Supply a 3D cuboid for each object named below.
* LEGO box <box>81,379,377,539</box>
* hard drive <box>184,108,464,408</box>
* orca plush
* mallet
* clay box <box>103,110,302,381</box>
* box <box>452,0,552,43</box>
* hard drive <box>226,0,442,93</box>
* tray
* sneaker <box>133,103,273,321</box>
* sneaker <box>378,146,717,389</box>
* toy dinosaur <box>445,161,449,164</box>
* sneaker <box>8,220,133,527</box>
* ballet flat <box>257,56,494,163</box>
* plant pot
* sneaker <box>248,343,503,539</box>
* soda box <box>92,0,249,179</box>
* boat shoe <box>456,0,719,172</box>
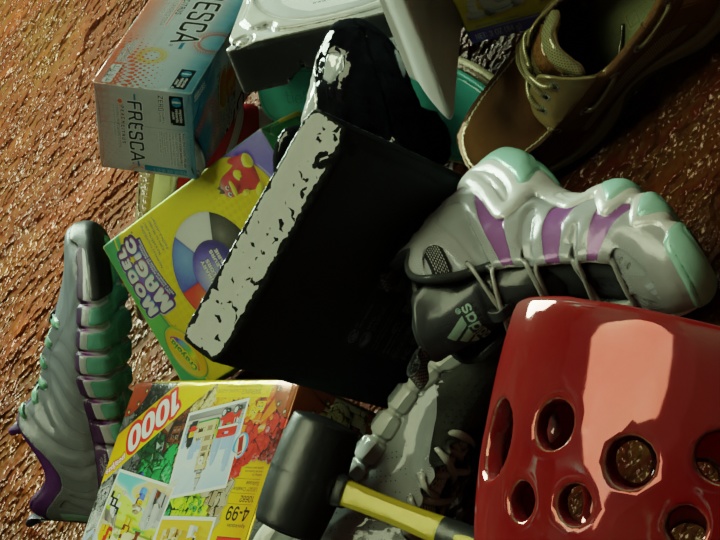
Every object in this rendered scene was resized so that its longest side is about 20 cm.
[{"bbox_3d":[-0.081,0.147,1.521,0.199,0.077,0.150,-6,62,57],"label":"LEGO box"},{"bbox_3d":[0.000,0.000,1.393,0.033,0.200,0.140,34,97,31],"label":"hard drive"},{"bbox_3d":[0.003,-0.041,1.457,0.071,0.104,0.202,-155,76,-75],"label":"orca plush"},{"bbox_3d":[0.038,0.122,1.310,0.199,0.041,0.066,11,85,29],"label":"mallet"},{"bbox_3d":[-0.081,-0.002,1.605,0.200,0.115,0.048,-34,-4,41],"label":"clay box"},{"bbox_3d":[0.085,-0.215,1.389,0.117,0.200,0.049,-13,49,15],"label":"box"},{"bbox_3d":[0.002,-0.188,1.581,0.139,0.038,0.200,-11,32,18],"label":"hard drive"},{"bbox_3d":[0.034,-0.185,1.443,0.022,0.108,0.201,-11,40,16],"label":"tray"},{"bbox_3d":[-0.094,-0.037,1.714,0.201,0.112,0.072,103,165,-48],"label":"sneaker"},{"bbox_3d":[0.082,0.014,1.309,0.140,0.078,0.200,-40,26,-17],"label":"sneaker"},{"bbox_3d":[-0.020,-0.045,1.611,0.200,0.047,0.089,-42,42,39],"label":"toy dinosaur"},{"bbox_3d":[-0.194,0.070,1.667,0.074,0.087,0.202,-20,-76,-80],"label":"sneaker"},{"bbox_3d":[0.028,-0.109,1.546,0.199,0.069,0.070,14,78,34],"label":"ballet flat"},{"bbox_3d":[0.141,0.122,1.074,0.200,0.199,0.184,1,76,58],"label":"plant pot"},{"bbox_3d":[0.039,0.133,1.368,0.200,0.075,0.116,-45,56,11],"label":"sneaker"},{"bbox_3d":[-0.103,-0.139,1.620,0.200,0.068,0.064,-64,-23,-51],"label":"soda box"},{"bbox_3d":[0.119,-0.121,1.395,0.200,0.074,0.076,-42,63,33],"label":"boat shoe"}]
